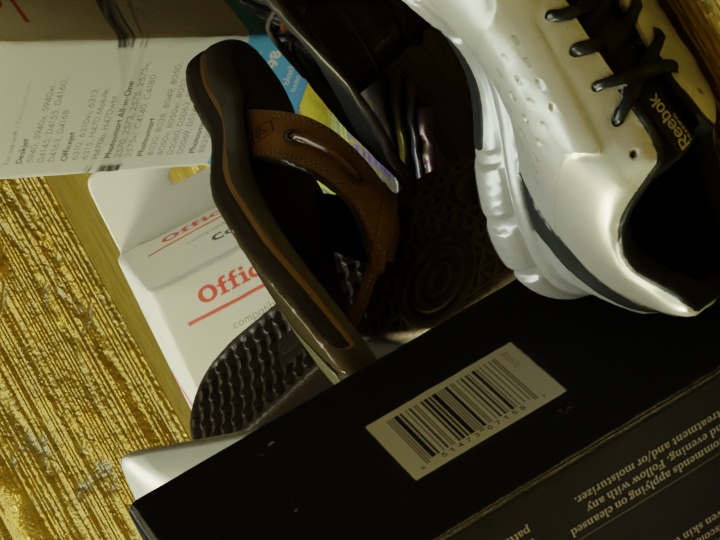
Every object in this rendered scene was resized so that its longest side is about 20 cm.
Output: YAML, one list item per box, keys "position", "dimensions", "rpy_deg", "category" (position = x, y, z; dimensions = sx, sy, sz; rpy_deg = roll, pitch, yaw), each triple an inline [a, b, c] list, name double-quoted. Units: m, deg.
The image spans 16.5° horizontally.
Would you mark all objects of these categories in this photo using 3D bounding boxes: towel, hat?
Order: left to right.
- position: [-0.019, -0.126, 0.876]
  dimensions: [0.201, 0.081, 0.201]
  rpy_deg: [50, -177, -4]
  category: "hat"
- position: [0.000, 0.000, 1.030]
  dimensions: [0.144, 0.023, 0.201]
  rpy_deg: [-140, 46, -64]
  category: "towel"

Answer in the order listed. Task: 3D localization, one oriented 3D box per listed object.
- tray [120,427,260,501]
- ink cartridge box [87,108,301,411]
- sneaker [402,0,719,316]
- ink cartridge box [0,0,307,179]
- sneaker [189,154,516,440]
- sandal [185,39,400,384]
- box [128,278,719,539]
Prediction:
- position: [0.016, 0.078, 0.930]
  dimensions: [0.108, 0.199, 0.022]
  rpy_deg: [82, 177, -63]
  category: "tray"
- position: [-0.032, 0.024, 1.140]
  dimensions: [0.201, 0.116, 0.067]
  rpy_deg: [65, 171, -21]
  category: "ink cartridge box"
- position: [0.061, -0.070, 0.702]
  dimensions: [0.080, 0.074, 0.201]
  rpy_deg: [24, 148, 50]
  category: "sneaker"
- position: [-0.129, -0.097, 0.991]
  dimensions: [0.116, 0.199, 0.067]
  rpy_deg: [49, 130, 36]
  category: "ink cartridge box"
- position: [0.024, 0.023, 0.929]
  dimensions: [0.075, 0.200, 0.071]
  rpy_deg: [28, -135, -35]
  category: "sneaker"
- position: [-0.015, -0.025, 0.897]
  dimensions: [0.082, 0.054, 0.200]
  rpy_deg: [54, -169, -35]
  category: "sandal"
- position: [0.058, 0.116, 0.800]
  dimensions: [0.104, 0.199, 0.183]
  rpy_deg: [42, 158, 58]
  category: "box"
